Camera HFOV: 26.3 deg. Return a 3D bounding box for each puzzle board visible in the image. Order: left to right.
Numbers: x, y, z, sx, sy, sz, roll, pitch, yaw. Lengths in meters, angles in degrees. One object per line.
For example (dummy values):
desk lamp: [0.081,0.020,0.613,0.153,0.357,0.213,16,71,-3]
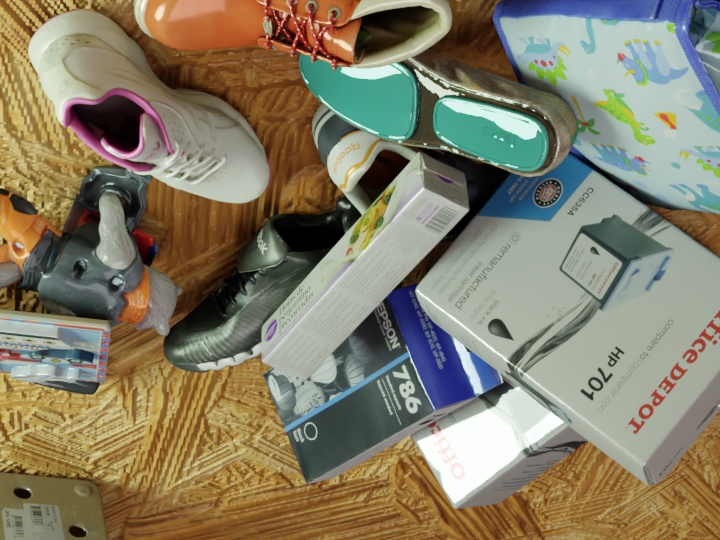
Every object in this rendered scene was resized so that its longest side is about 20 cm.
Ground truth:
puzzle board: [-0.278,0.052,1.084,0.200,0.017,0.151,6,162,-9]

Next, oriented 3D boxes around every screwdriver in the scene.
screwdriver: [-0.290,0.062,1.160,0.200,0.029,0.028,15,128,-28]

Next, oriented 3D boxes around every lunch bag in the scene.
lunch bag: [0.204,-0.122,0.992,0.200,0.170,0.128,28,79,-37]

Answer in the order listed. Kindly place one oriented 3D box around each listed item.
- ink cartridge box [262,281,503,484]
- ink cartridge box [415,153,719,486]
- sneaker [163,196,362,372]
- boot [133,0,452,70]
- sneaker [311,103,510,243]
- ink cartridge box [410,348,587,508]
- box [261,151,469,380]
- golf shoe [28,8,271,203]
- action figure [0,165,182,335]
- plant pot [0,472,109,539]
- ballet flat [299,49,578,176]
ink cartridge box: [0.012,0.082,1.171,0.039,0.100,0.200,-7,158,-47]
ink cartridge box: [0.163,0.027,1.055,0.146,0.200,0.086,-51,157,-5]
sneaker: [-0.067,0.003,1.137,0.200,0.066,0.091,-26,131,6]
boot: [-0.041,-0.163,0.950,0.200,0.107,0.075,-12,137,0]
sneaker: [0.053,-0.053,1.101,0.200,0.079,0.078,20,125,-32]
ink cartridge box: [0.125,0.068,1.175,0.200,0.145,0.084,-40,158,23]
box: [0.000,0.000,1.060,0.041,0.039,0.200,24,128,-24]
golf shoe: [-0.134,-0.086,1.012,0.075,0.092,0.200,-40,131,21]
action figure: [-0.223,0.015,1.082,0.193,0.105,0.200,11,129,-12]
plant pot: [-0.294,0.276,1.264,0.200,0.200,0.177,8,120,-22]
ballet flat: [0.054,-0.113,1.017,0.067,0.200,0.068,-34,143,-50]
